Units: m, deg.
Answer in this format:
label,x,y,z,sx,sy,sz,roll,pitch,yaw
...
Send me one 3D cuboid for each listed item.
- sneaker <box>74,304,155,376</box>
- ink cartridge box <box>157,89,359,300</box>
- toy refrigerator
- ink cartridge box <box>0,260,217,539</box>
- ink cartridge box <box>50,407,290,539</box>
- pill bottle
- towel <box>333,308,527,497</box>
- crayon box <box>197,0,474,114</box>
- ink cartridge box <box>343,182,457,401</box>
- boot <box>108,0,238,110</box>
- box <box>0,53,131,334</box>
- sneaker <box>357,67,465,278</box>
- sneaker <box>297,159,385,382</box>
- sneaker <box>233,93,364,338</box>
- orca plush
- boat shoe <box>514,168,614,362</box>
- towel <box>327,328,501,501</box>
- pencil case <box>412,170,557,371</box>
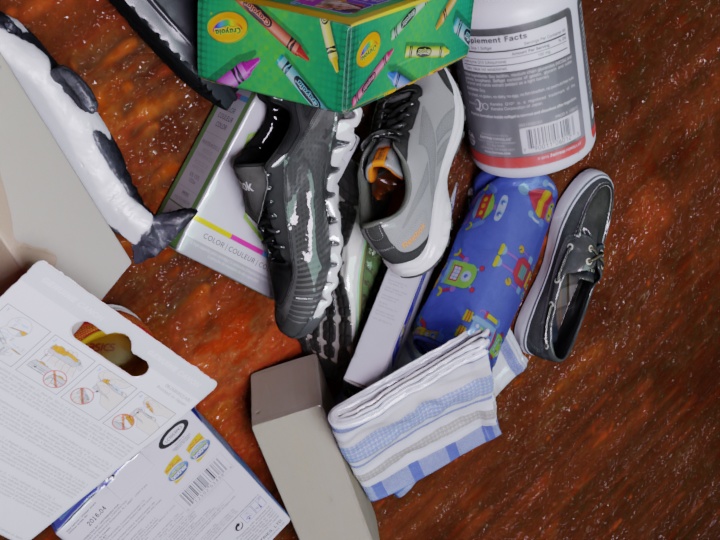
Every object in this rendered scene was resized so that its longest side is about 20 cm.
label,x,y,z,sx,sy,sz,roll,pitch,yaw
sneaker,-0.239,0.067,0.723,0.197,0.077,0.074,-14,116,-25
ink cartridge box,-0.069,-0.091,0.797,0.103,0.059,0.203,28,90,-39
toy refrigerator,-0.040,0.183,0.900,0.069,0.076,0.203,-17,120,3
ink cartridge box,-0.220,0.083,0.673,0.199,0.050,0.162,-40,128,11
ink cartridge box,-0.165,0.178,0.818,0.136,0.076,0.201,-44,128,-13
pill bottle,0.136,-0.193,0.871,0.115,0.115,0.203,-27,121,-24
towel,0.072,0.109,0.987,0.200,0.024,0.148,-42,125,-15
crayon box,-0.011,-0.173,0.720,0.199,0.117,0.059,-36,137,-53
ink cartridge box,0.035,0.025,0.879,0.095,0.037,0.202,90,23,-66
boot,-0.105,-0.237,0.705,0.168,0.076,0.201,-46,121,-8
box,-0.244,-0.055,0.652,0.078,0.094,0.202,-58,133,-40
sneaker,0.036,-0.100,0.813,0.079,0.073,0.204,34,52,-49
sneaker,0.000,0.000,0.879,0.088,0.076,0.204,-10,116,-43
sneaker,-0.056,-0.051,0.744,0.089,0.066,0.204,3,101,-33
orca plush,-0.189,-0.105,0.698,0.199,0.105,0.072,39,42,-15
boat shoe,0.221,-0.002,1.040,0.068,0.056,0.203,15,98,-38
towel,0.053,0.130,0.860,0.145,0.024,0.201,-28,148,-6
pencil case,0.111,-0.003,0.920,0.078,0.086,0.203,47,61,-52
